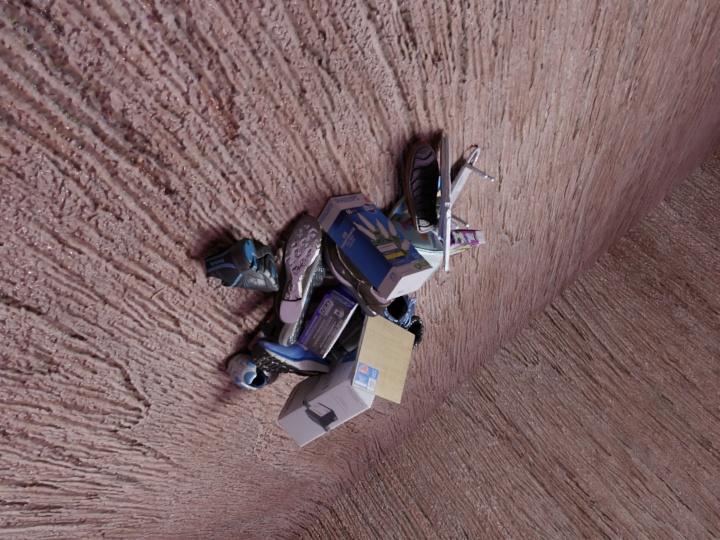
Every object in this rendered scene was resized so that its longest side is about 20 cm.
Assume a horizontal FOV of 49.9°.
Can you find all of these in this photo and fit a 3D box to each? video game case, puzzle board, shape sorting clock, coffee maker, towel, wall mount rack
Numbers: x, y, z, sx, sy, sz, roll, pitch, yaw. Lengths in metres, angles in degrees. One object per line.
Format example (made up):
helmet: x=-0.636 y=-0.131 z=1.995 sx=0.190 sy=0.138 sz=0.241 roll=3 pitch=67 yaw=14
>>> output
video game case: x=0.160 y=-0.040 z=1.741 sx=0.198 sy=0.036 sz=0.180 roll=-24 pitch=171 yaw=28
puzzle board: x=0.046 y=0.181 z=1.595 sx=0.199 sy=0.017 sz=0.153 roll=31 pitch=69 yaw=-53
shape sorting clock: x=0.116 y=-0.116 z=1.632 sx=0.199 sy=0.039 sz=0.201 roll=-37 pitch=158 yaw=-17
coffee maker: x=-0.004 y=0.157 z=1.762 sx=0.191 sy=0.136 sz=0.200 roll=17 pitch=129 yaw=-45
towel: x=-0.134 y=0.082 z=1.577 sx=0.201 sy=0.023 sz=0.143 roll=-52 pitch=157 yaw=20
wall mount rack: x=0.220 y=-0.158 z=1.628 sx=0.202 sy=0.074 sz=0.173 roll=-62 pitch=165 yaw=11

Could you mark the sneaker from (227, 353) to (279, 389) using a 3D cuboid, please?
sneaker: x=-0.215 y=0.222 z=1.625 sx=0.072 sy=0.073 sz=0.200 roll=-45 pitch=160 yaw=2

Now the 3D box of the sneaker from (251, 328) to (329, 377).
sneaker: x=-0.145 y=0.163 z=1.587 sx=0.078 sy=0.091 sz=0.199 roll=-18 pitch=157 yaw=35

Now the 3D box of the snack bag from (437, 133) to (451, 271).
snack bag: x=0.160 y=-0.126 z=1.484 sx=0.021 sy=0.202 sz=0.190 roll=0 pitch=138 yaw=4

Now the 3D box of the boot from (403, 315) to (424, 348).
boot: x=0.051 y=0.192 z=1.852 sx=0.080 sy=0.156 sz=0.213 roll=48 pitch=57 yaw=-41

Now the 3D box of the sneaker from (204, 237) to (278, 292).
sneaker: x=-0.191 y=-0.005 z=1.278 sx=0.081 sy=0.074 sz=0.200 roll=-16 pitch=163 yaw=8

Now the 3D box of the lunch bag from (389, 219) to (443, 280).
lunch bag: x=0.060 y=-0.024 z=1.580 sx=0.197 sy=0.078 sz=0.161 roll=7 pitch=139 yaw=-32

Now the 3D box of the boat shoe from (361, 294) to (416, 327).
boat shoe: x=0.073 y=0.086 z=1.643 sx=0.199 sy=0.068 sz=0.086 roll=-4 pitch=97 yaw=-60

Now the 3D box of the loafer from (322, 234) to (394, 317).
loafer: x=0.000 y=0.000 z=1.477 sx=0.071 sy=0.074 sz=0.201 roll=-24 pitch=124 yaw=23

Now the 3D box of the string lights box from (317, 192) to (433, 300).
string lights box: x=0.024 y=-0.046 z=1.375 sx=0.102 sy=0.200 sz=0.059 roll=-15 pitch=147 yaw=-51

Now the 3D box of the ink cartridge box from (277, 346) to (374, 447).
ink cartridge box: x=-0.062 y=0.264 z=1.641 sx=0.199 sy=0.084 sz=0.145 roll=-33 pitch=-167 yaw=25

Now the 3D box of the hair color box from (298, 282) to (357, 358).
hair color box: x=-0.054 y=0.091 z=1.531 sx=0.110 sy=0.064 sz=0.200 roll=-58 pitch=179 yaw=9

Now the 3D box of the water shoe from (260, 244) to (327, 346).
water shoe: x=-0.126 y=0.037 z=1.447 sx=0.071 sy=0.078 sz=0.203 roll=42 pitch=69 yaw=-72

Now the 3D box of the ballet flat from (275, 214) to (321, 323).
ballet flat: x=-0.115 y=-0.005 z=1.370 sx=0.066 sy=0.046 sz=0.203 roll=4 pitch=110 yaw=-22

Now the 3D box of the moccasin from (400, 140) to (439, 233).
moccasin: x=0.115 y=-0.167 z=1.490 sx=0.073 sy=0.078 sz=0.203 roll=-23 pitch=139 yaw=-6
